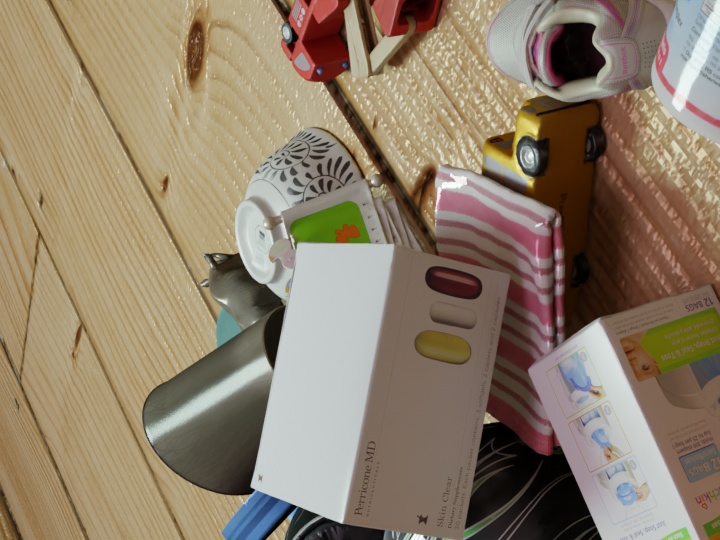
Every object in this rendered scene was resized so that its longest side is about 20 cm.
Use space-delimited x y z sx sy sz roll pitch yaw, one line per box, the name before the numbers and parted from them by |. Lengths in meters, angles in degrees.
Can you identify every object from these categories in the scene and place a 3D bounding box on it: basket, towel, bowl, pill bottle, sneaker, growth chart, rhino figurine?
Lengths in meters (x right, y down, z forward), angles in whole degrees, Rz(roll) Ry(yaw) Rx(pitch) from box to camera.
basket | -0.107 0.134 1.375 0.200 0.179 0.137 -41 37 40
towel | 0.105 0.029 1.012 0.146 0.030 0.203 28 127 53
bowl | -0.065 0.218 1.370 0.039 0.200 0.201 42 144 7
pill bottle | 0.245 -0.173 0.724 0.109 0.108 0.202 51 143 34
sneaker | 0.146 -0.164 0.919 0.199 0.087 0.083 12 114 58
growth chart | 0.000 0.000 1.214 0.201 0.143 0.018 58 173 29
rhino figurine | -0.125 0.026 1.481 0.200 0.087 0.061 42 137 43
bowl | -0.071 -0.041 1.350 0.200 0.093 0.203 34 131 50

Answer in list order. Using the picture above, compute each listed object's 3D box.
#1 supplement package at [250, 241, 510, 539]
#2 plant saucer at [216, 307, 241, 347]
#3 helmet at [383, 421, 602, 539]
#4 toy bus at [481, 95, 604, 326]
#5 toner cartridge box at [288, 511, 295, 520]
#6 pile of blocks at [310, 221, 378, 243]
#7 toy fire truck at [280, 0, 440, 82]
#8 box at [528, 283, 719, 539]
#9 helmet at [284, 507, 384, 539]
supplement package | 0.012 0.087 0.995 0.155 0.110 0.203 3 81 60
plant saucer | -0.129 0.110 1.582 0.199 0.036 0.203 34 132 50
helmet | 0.111 0.227 1.063 0.199 0.189 0.203 33 131 49
toy bus | 0.136 -0.041 1.021 0.078 0.064 0.203 38 135 49
toner cartridge box | -0.046 0.283 1.514 0.201 0.043 0.095 58 148 26
pile of blocks | 0.024 0.029 1.243 0.200 0.082 0.062 49 164 26
toy fire truck | -0.005 -0.228 1.188 0.142 0.048 0.201 60 148 23
box | 0.221 0.130 0.906 0.101 0.111 0.202 -45 64 56
helmet | 0.016 0.291 1.250 0.191 0.198 0.203 -4 -105 -76
